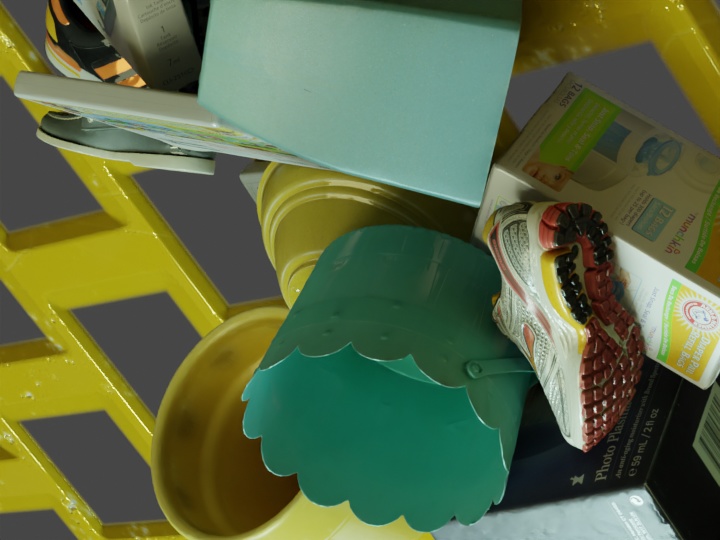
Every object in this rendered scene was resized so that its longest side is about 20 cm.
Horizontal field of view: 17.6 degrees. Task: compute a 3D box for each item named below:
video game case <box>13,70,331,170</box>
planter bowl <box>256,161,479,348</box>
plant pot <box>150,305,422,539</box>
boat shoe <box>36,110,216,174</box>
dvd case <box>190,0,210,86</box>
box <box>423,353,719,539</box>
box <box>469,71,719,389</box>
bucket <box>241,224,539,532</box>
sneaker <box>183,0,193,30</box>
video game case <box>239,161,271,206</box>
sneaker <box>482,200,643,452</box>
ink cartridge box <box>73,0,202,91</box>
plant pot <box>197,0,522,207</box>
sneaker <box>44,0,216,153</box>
[{"bbox_3d":[-0.120,-0.107,1.683,0.199,0.023,0.182,12,178,37],"label":"video game case"},{"bbox_3d":[0.000,0.000,1.764,0.199,0.084,0.201,14,138,13],"label":"planter bowl"},{"bbox_3d":[-0.038,0.155,1.893,0.200,0.202,0.189,1,159,41],"label":"plant pot"},{"bbox_3d":[-0.192,-0.121,1.932,0.199,0.073,0.062,13,96,42],"label":"boat shoe"},{"bbox_3d":[-0.060,-0.207,1.659,0.142,0.018,0.201,9,117,27],"label":"dvd case"},{"bbox_3d":[0.180,0.142,1.723,0.198,0.200,0.123,-16,122,37],"label":"box"},{"bbox_3d":[0.194,-0.028,1.624,0.199,0.113,0.102,32,146,12],"label":"box"},{"bbox_3d":[0.029,0.076,1.658,0.206,0.135,0.208,15,141,12],"label":"bucket"},{"bbox_3d":[-0.077,-0.173,1.739,0.200,0.071,0.080,39,150,1],"label":"sneaker"},{"bbox_3d":[0.017,-0.020,1.875,0.199,0.022,0.183,-4,127,44],"label":"video game case"},{"bbox_3d":[0.138,0.034,1.593,0.082,0.078,0.201,12,129,40],"label":"sneaker"},{"bbox_3d":[-0.191,-0.247,1.693,0.200,0.045,0.177,47,159,46],"label":"ink cartridge box"},{"bbox_3d":[-0.002,-0.154,1.547,0.199,0.142,0.142,10,124,-2],"label":"plant pot"},{"bbox_3d":[-0.167,-0.167,1.828,0.199,0.070,0.090,30,148,16],"label":"sneaker"}]
